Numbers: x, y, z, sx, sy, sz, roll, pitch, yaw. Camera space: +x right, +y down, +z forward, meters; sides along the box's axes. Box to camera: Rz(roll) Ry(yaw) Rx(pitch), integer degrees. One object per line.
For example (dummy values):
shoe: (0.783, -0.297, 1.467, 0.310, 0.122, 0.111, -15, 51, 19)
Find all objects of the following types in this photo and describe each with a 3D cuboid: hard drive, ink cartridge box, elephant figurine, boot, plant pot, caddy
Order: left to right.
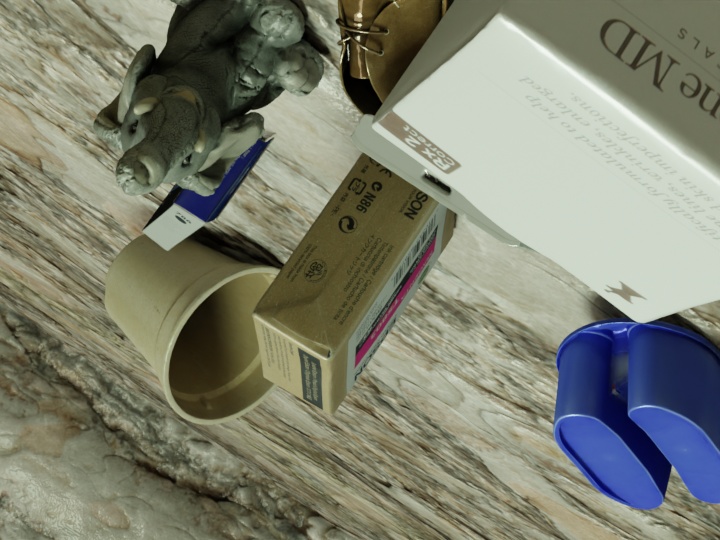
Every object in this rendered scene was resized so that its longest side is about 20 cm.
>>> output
elephant figurine: (-0.133, -0.120, 1.069, 0.141, 0.200, 0.155, 22, 160, 30)
plant pot: (-0.196, 0.046, 1.681, 0.183, 0.200, 0.200, 34, 167, 39)
ink cartridge box: (-0.148, -0.080, 1.369, 0.039, 0.100, 0.200, 38, 161, -12)
ink cartridge box: (0.000, 0.000, 1.158, 0.075, 0.200, 0.165, 30, 163, 11)
boot: (0.013, -0.162, 0.916, 0.074, 0.076, 0.200, 24, 159, 30)
hard drive: (0.087, -0.051, 0.975, 0.132, 0.026, 0.200, 35, -170, 21)
caddy: (0.245, 0.115, 1.209, 0.141, 0.105, 0.200, -12, 138, 32)

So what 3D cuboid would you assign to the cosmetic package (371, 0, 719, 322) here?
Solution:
cosmetic package: (0.140, -0.110, 0.627, 0.165, 0.200, 0.165, 35, 162, -8)
